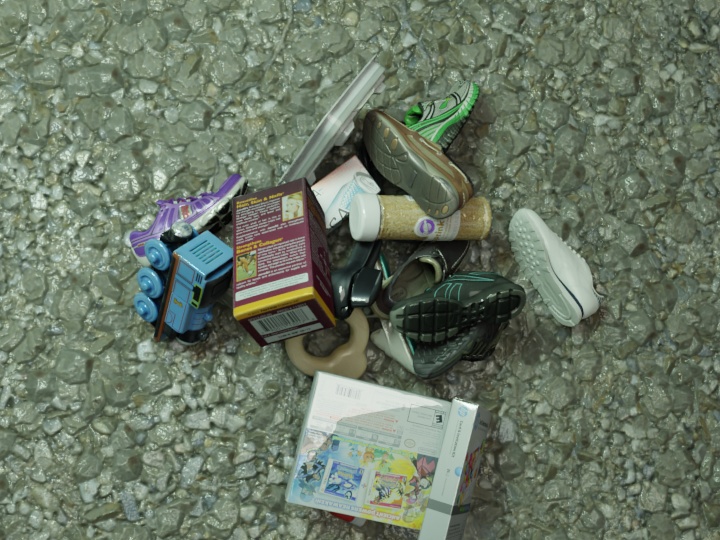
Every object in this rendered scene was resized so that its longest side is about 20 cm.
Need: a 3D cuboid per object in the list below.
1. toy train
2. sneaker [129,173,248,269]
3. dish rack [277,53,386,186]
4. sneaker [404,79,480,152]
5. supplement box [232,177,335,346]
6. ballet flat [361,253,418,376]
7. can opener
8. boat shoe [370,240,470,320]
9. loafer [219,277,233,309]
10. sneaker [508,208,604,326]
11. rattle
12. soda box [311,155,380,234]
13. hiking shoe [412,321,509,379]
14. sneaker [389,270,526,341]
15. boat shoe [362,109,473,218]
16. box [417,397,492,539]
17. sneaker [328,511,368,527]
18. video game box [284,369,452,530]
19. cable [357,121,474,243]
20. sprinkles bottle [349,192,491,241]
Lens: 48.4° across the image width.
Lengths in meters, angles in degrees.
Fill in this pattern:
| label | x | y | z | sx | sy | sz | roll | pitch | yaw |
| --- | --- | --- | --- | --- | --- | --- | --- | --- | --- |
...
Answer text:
| label | x | y | z | sx | sy | sz | roll | pitch | yaw |
| --- | --- | --- | --- | --- | --- | --- | --- | --- | --- |
| toy train | -0.246 | 0.024 | 1.112 | 0.114 | 0.200 | 0.087 | 37 | 41 | 14 |
| sneaker | -0.254 | -0.086 | 1.182 | 0.200 | 0.081 | 0.084 | -37 | 83 | -11 |
| dish rack | -0.035 | -0.204 | 1.151 | 0.044 | 0.200 | 0.172 | 38 | 57 | -5 |
| sneaker | 0.121 | -0.241 | 1.229 | 0.085 | 0.078 | 0.200 | 33 | 49 | 2 |
| supplement box | -0.104 | -0.014 | 1.066 | 0.110 | 0.086 | 0.200 | -15 | 52 | 11 |
| ballet flat | 0.036 | 0.072 | 1.215 | 0.069 | 0.069 | 0.201 | -19 | 81 | -10 |
| can opener | 0.000 | 0.000 | 1.142 | 0.078 | 0.200 | 0.064 | 11 | 124 | 7 |
| boat shoe | 0.099 | 0.000 | 1.182 | 0.200 | 0.065 | 0.072 | -37 | 95 | -26 |
| loafer | -0.170 | 0.022 | 1.157 | 0.200 | 0.072 | 0.063 | 32 | 64 | 31 |
| sneaker | 0.307 | -0.013 | 1.264 | 0.080 | 0.076 | 0.200 | -30 | 92 | -22 |
| rattle | -0.052 | 0.110 | 1.211 | 0.130 | 0.143 | 0.200 | -40 | 125 | -17 |
| soda box | -0.067 | -0.084 | 1.195 | 0.200 | 0.064 | 0.068 | -36 | 88 | 2 |
| hiking shoe | 0.162 | 0.110 | 1.193 | 0.200 | 0.076 | 0.101 | -38 | 127 | -25 |
| sneaker | 0.132 | 0.047 | 1.142 | 0.199 | 0.079 | 0.076 | -8 | 124 | -14 |
| boat shoe | 0.080 | -0.155 | 1.137 | 0.072 | 0.076 | 0.200 | -25 | 67 | -37 |
| box | 0.139 | 0.291 | 1.148 | 0.041 | 0.156 | 0.201 | 11 | 79 | 19 |
| sneaker | -0.011 | 0.262 | 1.172 | 0.112 | 0.071 | 0.201 | 22 | 82 | -8 |
| video game box | 0.012 | 0.250 | 1.118 | 0.199 | 0.047 | 0.183 | 15 | 84 | -9 |
| cable | 0.070 | -0.139 | 1.255 | 0.200 | 0.051 | 0.163 | 45 | 84 | -4 |
| sprinkles bottle | 0.087 | -0.076 | 1.158 | 0.199 | 0.068 | 0.069 | -1 | 82 | -17 |
